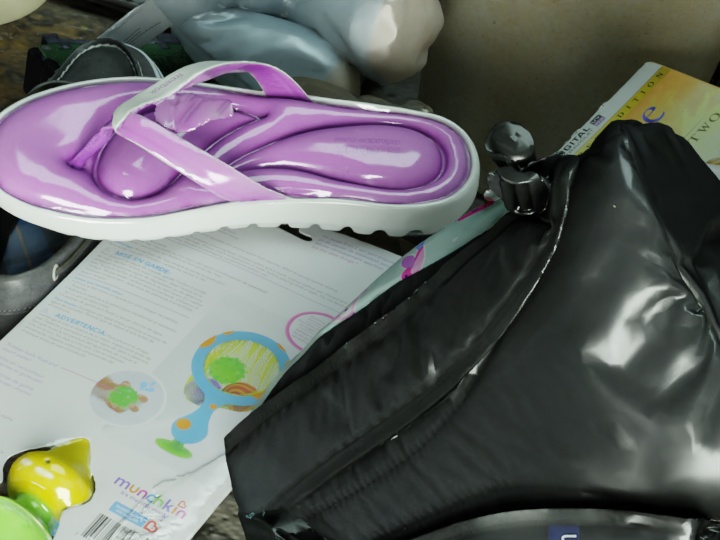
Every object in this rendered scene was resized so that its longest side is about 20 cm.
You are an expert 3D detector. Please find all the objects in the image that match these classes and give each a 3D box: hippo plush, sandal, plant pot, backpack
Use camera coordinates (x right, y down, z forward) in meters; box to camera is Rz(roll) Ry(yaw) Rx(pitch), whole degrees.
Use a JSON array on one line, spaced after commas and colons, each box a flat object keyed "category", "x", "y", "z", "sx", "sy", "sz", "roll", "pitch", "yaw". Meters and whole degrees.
[{"category": "hippo plush", "x": -0.041, "y": -0.144, "z": 1.140, "sx": 0.200, "sy": 0.159, "sz": 0.161, "roll": -27, "pitch": 6, "yaw": 11}, {"category": "sandal", "x": -0.051, "y": -0.056, "z": 0.938, "sx": 0.203, "sy": 0.050, "sz": 0.082, "roll": 0, "pitch": 49, "yaw": -11}, {"category": "plant pot", "x": 0.111, "y": -0.136, "z": 1.179, "sx": 0.200, "sy": 0.184, "sz": 0.200, "roll": 10, "pitch": 29, "yaw": -6}, {"category": "backpack", "x": 0.056, "y": 0.058, "z": 0.810, "sx": 0.127, "sy": 0.200, "sz": 0.167, "roll": 0, "pitch": 62, "yaw": -56}]

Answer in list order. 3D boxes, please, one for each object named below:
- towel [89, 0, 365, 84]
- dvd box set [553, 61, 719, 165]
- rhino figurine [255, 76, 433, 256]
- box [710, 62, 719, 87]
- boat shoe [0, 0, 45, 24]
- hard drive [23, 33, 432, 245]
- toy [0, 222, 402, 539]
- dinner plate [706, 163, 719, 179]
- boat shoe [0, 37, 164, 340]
[{"category": "towel", "x": -0.060, "y": -0.173, "z": 1.329, "sx": 0.200, "sy": 0.032, "sz": 0.191, "roll": 18, "pitch": 30, "yaw": 9}, {"category": "dvd box set", "x": 0.144, "y": -0.009, "z": 1.001, "sx": 0.146, "sy": 0.029, "sz": 0.200, "roll": -45, "pitch": 37, "yaw": -11}, {"category": "rhino figurine", "x": 0.000, "y": 0.000, "z": 0.986, "sx": 0.087, "sy": 0.060, "sz": 0.200, "roll": 2, "pitch": 56, "yaw": -31}, {"category": "box", "x": 0.275, "y": -0.097, "z": 1.242, "sx": 0.149, "sy": 0.124, "sz": 0.200, "roll": -12, "pitch": 38, "yaw": -37}, {"category": "boat shoe", "x": -0.151, "y": -0.202, "z": 1.051, "sx": 0.075, "sy": 0.068, "sz": 0.200, "roll": -10, "pitch": 46, "yaw": 17}, {"category": "hard drive", "x": -0.065, "y": -0.052, "z": 1.107, "sx": 0.140, "sy": 0.038, "sz": 0.200, "roll": -3, "pitch": 34, "yaw": -27}, {"category": "toy", "x": -0.075, "y": 0.045, "z": 0.899, "sx": 0.115, "sy": 0.047, "sz": 0.200, "roll": 24, "pitch": 43, "yaw": 19}, {"category": "dinner plate", "x": 0.113, "y": 0.042, "z": 0.905, "sx": 0.200, "sy": 0.024, "sz": 0.200, "roll": -5, "pitch": 63, "yaw": 10}, {"category": "boat shoe", "x": -0.125, "y": -0.043, "z": 0.986, "sx": 0.070, "sy": 0.066, "sz": 0.200, "roll": 4, "pitch": 44, "yaw": 12}]
